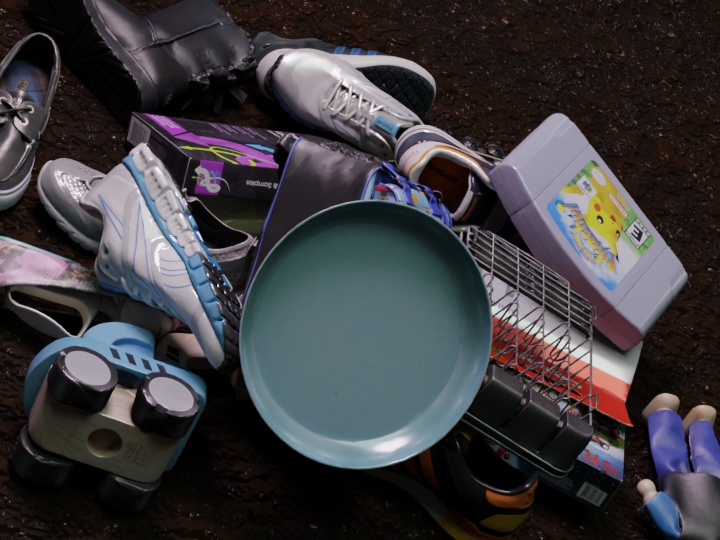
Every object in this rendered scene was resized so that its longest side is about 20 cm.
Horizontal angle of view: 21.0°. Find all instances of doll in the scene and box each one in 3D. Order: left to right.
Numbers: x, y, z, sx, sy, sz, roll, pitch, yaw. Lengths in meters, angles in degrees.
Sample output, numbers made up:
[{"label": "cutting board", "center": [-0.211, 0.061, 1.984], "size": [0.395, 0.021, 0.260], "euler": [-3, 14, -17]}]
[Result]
[{"label": "doll", "center": [0.296, 0.198, 1.685], "size": [0.136, 0.049, 0.201], "euler": [18, 39, -15]}]

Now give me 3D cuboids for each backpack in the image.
[{"label": "backpack", "center": [0.000, 0.000, 1.573], "size": [0.134, 0.184, 0.200], "euler": [17, -3, 26]}]

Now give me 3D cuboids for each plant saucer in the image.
[{"label": "plant saucer", "center": [0.002, 0.047, 1.447], "size": [0.199, 0.201, 0.027], "euler": [15, 2, -20]}]

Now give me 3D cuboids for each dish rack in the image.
[{"label": "dish rack", "center": [0.126, 0.057, 1.583], "size": [0.153, 0.055, 0.201], "euler": [33, 34, -18]}]

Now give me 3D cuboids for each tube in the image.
[{"label": "tube", "center": [-0.057, -0.047, 1.728], "size": [0.199, 0.058, 0.052], "euler": [9, 86, -21]}]

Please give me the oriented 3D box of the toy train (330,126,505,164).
[{"label": "toy train", "center": [0.061, -0.117, 1.891], "size": [0.199, 0.034, 0.046], "euler": [14, 44, -20]}]

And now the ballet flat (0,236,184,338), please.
[{"label": "ballet flat", "center": [-0.210, 0.027, 1.533], "size": [0.199, 0.069, 0.072], "euler": [12, 59, -16]}]

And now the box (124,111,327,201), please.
[{"label": "box", "center": [-0.090, -0.096, 1.718], "size": [0.199, 0.036, 0.143], "euler": [6, 17, -31]}]

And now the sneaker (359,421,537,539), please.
[{"label": "sneaker", "center": [0.055, 0.136, 1.558], "size": [0.200, 0.090, 0.070], "euler": [37, 38, 7]}]

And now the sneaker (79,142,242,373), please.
[{"label": "sneaker", "center": [-0.152, 0.004, 1.480], "size": [0.201, 0.086, 0.075], "euler": [60, 2, 28]}]

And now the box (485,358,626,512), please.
[{"label": "box", "center": [0.131, 0.112, 1.660], "size": [0.199, 0.038, 0.137], "euler": [27, 28, -5]}]

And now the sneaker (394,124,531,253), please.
[{"label": "sneaker", "center": [0.120, -0.058, 1.756], "size": [0.199, 0.079, 0.080], "euler": [23, 23, -11]}]

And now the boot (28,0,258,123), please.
[{"label": "boot", "center": [-0.198, -0.226, 1.807], "size": [0.162, 0.073, 0.199], "euler": [-26, 71, -45]}]

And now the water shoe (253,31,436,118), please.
[{"label": "water shoe", "center": [-0.016, -0.197, 1.898], "size": [0.199, 0.072, 0.079], "euler": [8, 33, -33]}]

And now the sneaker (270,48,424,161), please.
[{"label": "sneaker", "center": [0.009, -0.144, 1.806], "size": [0.199, 0.075, 0.087], "euler": [31, -4, -13]}]

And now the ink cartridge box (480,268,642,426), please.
[{"label": "ink cartridge box", "center": [0.172, 0.052, 1.713], "size": [0.161, 0.050, 0.200], "euler": [27, 14, -5]}]

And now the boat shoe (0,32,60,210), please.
[{"label": "boat shoe", "center": [-0.297, -0.131, 1.647], "size": [0.068, 0.057, 0.201], "euler": [21, 39, -13]}]

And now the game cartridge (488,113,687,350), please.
[{"label": "game cartridge", "center": [0.203, -0.034, 1.729], "size": [0.200, 0.040, 0.133], "euler": [51, 45, -4]}]

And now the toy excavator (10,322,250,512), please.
[{"label": "toy excavator", "center": [-0.158, 0.085, 1.482], "size": [0.193, 0.100, 0.200], "euler": [20, 30, -16]}]

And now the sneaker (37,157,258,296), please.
[{"label": "sneaker", "center": [-0.171, -0.048, 1.617], "size": [0.199, 0.082, 0.075], "euler": [27, 38, -5]}]
